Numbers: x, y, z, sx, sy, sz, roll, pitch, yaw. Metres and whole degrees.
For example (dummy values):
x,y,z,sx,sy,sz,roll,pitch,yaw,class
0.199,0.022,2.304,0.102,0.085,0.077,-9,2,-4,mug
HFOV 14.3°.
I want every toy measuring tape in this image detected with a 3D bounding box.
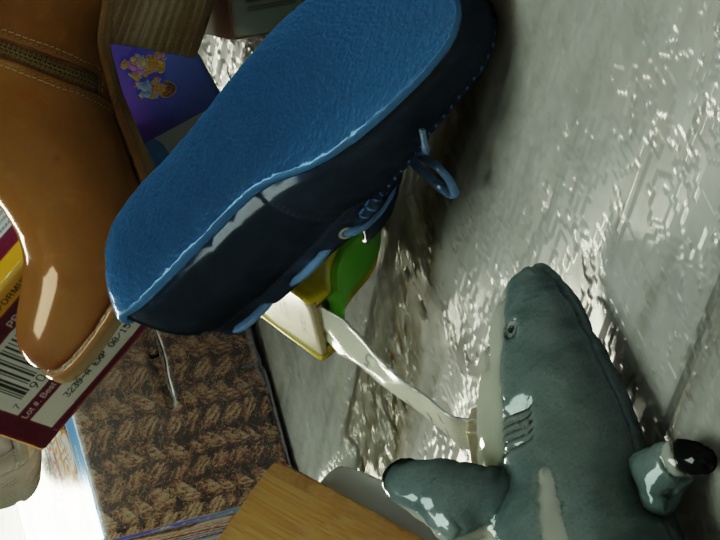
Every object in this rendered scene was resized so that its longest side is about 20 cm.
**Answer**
x,y,z,sx,sy,sz,roll,pitch,yaw,class
0.000,0.000,1.121,0.200,0.073,0.074,35,140,32,toy measuring tape

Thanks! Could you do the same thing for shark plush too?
x,y,z,sx,sy,sz,roll,pitch,yaw,class
0.080,0.080,0.906,0.083,0.091,0.200,-60,28,18,shark plush

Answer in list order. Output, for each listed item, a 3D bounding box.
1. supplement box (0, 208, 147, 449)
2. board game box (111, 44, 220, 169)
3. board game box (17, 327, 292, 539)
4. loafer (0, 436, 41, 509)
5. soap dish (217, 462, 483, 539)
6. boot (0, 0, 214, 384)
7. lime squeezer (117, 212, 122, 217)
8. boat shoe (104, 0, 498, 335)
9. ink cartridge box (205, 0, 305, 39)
x,y,z,sx,sy,sz,roll,pitch,yaw,class
-0.173,-0.032,1.292,0.110,0.086,0.200,-47,48,16,supplement box
-0.114,-0.115,1.264,0.200,0.045,0.134,60,174,11,board game box
-0.119,0.061,1.431,0.200,0.097,0.160,138,118,-70,board game box
-0.217,0.033,1.435,0.070,0.070,0.200,101,150,-52,loafer
0.019,0.159,1.050,0.158,0.081,0.200,62,167,-13,soap dish
-0.150,-0.057,1.115,0.077,0.155,0.201,51,127,56,boot
-0.028,-0.105,1.109,0.038,0.070,0.201,-129,58,-85,lime squeezer
-0.015,-0.045,1.048,0.200,0.069,0.084,-35,48,39,boat shoe
-0.076,-0.186,1.213,0.200,0.050,0.163,-163,62,-66,ink cartridge box
